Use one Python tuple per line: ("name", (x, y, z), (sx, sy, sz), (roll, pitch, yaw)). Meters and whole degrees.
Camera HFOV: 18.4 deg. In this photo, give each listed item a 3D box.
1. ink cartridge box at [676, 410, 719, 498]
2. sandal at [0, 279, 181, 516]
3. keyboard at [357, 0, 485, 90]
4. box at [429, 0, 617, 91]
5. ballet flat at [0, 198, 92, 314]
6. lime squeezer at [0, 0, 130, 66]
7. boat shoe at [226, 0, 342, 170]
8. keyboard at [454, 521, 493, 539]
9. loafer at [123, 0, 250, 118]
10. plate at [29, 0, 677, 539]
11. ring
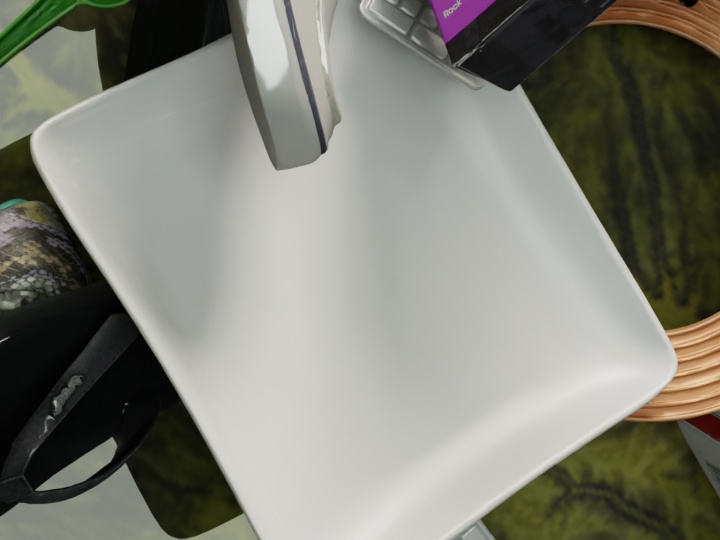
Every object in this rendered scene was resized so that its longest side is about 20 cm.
("ink cartridge box", (0.261, 0.051, 0.877), (0.200, 0.175, 0.084), (-43, 128, -12))
("sandal", (-0.094, 0.041, 0.812), (0.200, 0.043, 0.076), (-33, 138, -33))
("keyboard", (0.060, -0.160, 0.882), (0.056, 0.011, 0.201), (35, 60, -15))
("box", (0.067, -0.184, 0.809), (0.036, 0.143, 0.201), (21, 40, -42))
("ballet flat", (-0.182, 0.048, 0.813), (0.200, 0.072, 0.072), (-34, 98, -14))
("lime squeezer", (-0.094, -0.123, 0.809), (0.070, 0.200, 0.038), (-19, 78, -44))
("boat shoe", (-0.020, -0.136, 0.784), (0.065, 0.072, 0.201), (-8, 72, -3))
("keyboard", (-0.021, 0.172, 0.884), (0.200, 0.011, 0.056), (-40, 99, -12))
("loafer", (-0.036, -0.138, 0.868), (0.072, 0.073, 0.201), (13, 91, -37))
("plate", (0.000, 0.000, 0.819), (0.199, 0.032, 0.201), (-31, 90, -33))
("ring", (0.109, -0.037, 0.900), (0.199, 0.019, 0.202), (2, 75, -7))
